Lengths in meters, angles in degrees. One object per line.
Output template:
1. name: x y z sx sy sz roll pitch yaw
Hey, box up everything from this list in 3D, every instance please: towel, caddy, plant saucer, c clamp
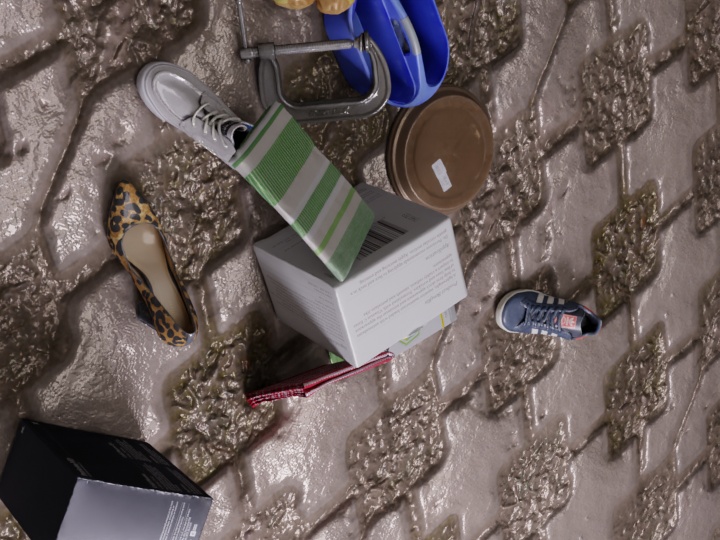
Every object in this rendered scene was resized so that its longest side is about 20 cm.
1. towel: -0.058 0.147 1.478 0.145 0.200 0.023 -19 89 -30
2. towel: -0.067 -0.099 1.348 0.200 0.023 0.153 48 36 -17
3. caddy: 0.041 -0.317 1.472 0.141 0.105 0.200 -37 120 -23
4. plant saucer: 0.126 -0.175 1.619 0.200 0.029 0.200 -11 109 -33
5. c clamp: -0.059 -0.266 1.412 0.200 0.027 0.171 -1 120 -3

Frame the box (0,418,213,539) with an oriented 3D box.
1. box: -0.312 0.273 1.321 0.182 0.200 0.104 20 91 -36

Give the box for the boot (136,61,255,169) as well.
1. boot: -0.180 -0.188 1.357 0.200 0.096 0.074 35 81 -36

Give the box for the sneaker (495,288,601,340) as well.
1. sneaker: 0.313 0.076 1.780 0.200 0.084 0.075 3 100 -35

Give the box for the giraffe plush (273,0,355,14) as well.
1. giraffe plush: -0.055 -0.421 1.309 0.172 0.162 0.200 9 93 -6

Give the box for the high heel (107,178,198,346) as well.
1. high heel: -0.245 -0.009 1.329 0.071 0.143 0.200 -21 113 -29

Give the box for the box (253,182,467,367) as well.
1. box: 0.000 0.000 1.462 0.199 0.200 0.131 -31 124 -26

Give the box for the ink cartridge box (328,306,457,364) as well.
1. ink cartridge box: 0.042 0.065 1.602 0.200 0.059 0.104 -28 117 -27
